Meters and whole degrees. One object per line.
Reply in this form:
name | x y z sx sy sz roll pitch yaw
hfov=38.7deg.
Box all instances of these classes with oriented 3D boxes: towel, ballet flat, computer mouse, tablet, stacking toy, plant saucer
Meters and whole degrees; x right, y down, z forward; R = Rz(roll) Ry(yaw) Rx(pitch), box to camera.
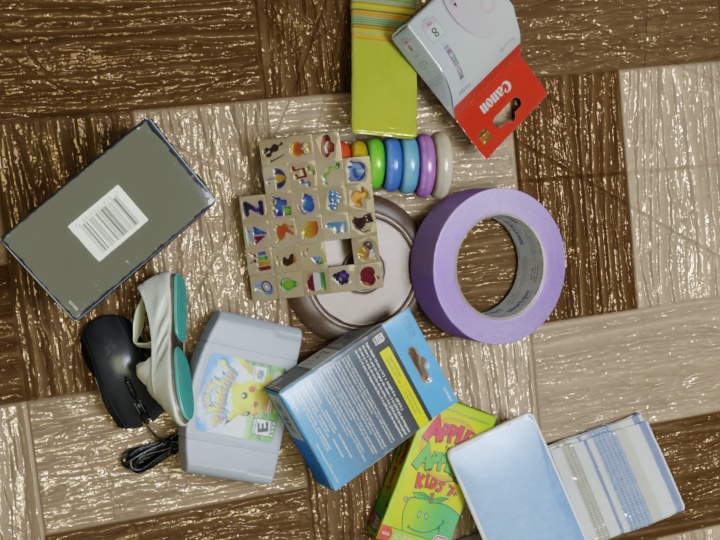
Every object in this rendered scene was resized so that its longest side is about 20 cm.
towel | 0.028 -0.261 1.289 0.086 0.018 0.201 4 73 -12
towel | 0.331 0.290 1.403 0.199 0.024 0.147 -16 69 -14
ballet flat | -0.236 0.095 1.216 0.069 0.070 0.201 -1 61 -15
computer mouse | -0.251 0.140 1.253 0.140 0.046 0.201 -19 98 -13
tablet | 0.206 0.301 1.339 0.130 0.014 0.201 -23 90 -11
stacking toy | 0.012 -0.132 1.296 0.199 0.085 0.086 -1 94 -10
plant saucer | 0.000 0.000 1.322 0.199 0.032 0.201 -1 93 -14

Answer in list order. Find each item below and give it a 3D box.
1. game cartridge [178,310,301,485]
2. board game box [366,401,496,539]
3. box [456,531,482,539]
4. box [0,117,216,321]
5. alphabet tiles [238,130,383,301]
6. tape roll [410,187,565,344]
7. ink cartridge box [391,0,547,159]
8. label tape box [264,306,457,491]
game cartridge | -0.153 0.156 1.265 0.133 0.040 0.201 14 82 -23
board game box | 0.094 0.268 1.354 0.101 0.048 0.201 22 88 -15
box | 0.243 0.437 1.406 0.198 0.050 0.201 -15 98 -13
box | -0.283 -0.060 1.153 0.200 0.198 0.123 -41 105 -9
alphabet tiles | -0.064 -0.067 1.267 0.166 0.008 0.201 -6 101 2
tape roll | 0.167 -0.007 1.333 0.199 0.066 0.201 -2 94 -24
ink cartridge box | 0.155 -0.271 1.314 0.200 0.057 0.163 48 61 -8
label tape box | 0.002 0.157 1.284 0.200 0.063 0.145 -32 101 -21
